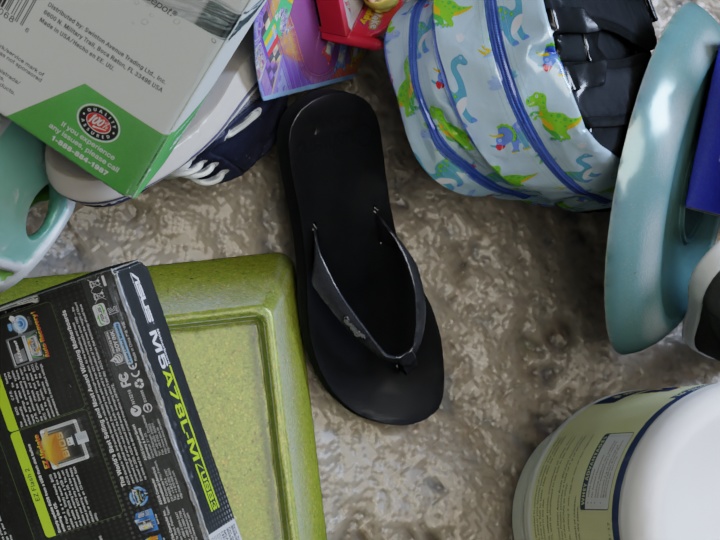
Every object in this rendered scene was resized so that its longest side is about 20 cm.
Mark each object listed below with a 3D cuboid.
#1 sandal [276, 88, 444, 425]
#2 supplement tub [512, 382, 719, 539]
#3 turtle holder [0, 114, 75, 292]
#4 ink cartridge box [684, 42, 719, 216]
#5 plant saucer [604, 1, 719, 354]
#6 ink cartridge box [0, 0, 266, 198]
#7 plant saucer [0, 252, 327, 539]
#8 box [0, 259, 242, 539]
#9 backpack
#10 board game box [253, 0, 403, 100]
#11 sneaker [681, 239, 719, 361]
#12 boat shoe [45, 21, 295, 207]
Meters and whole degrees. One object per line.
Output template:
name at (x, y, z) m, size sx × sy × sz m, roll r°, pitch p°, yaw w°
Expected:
sandal at (-0.001, 0.000, 1.564) m, size 0.076 × 0.043 × 0.201 m, roll -25°, pitch 111°, yaw -20°
supplement tub at (0.175, 0.136, 1.550) m, size 0.145 × 0.200 × 0.145 m, roll 2°, pitch 85°, yaw -19°
turtle holder at (-0.215, -0.069, 1.483) m, size 0.132 × 0.141 × 0.186 m, roll 47°, pitch 34°, yaw -25°
ink cartridge box at (0.219, -0.078, 1.582) m, size 0.039 × 0.200 × 0.100 m, roll 13°, pitch 93°, yaw 16°
plant saucer at (0.178, -0.049, 1.579) m, size 0.027 × 0.200 × 0.201 m, roll 11°, pitch 80°, yaw 18°
ink cartridge box at (-0.111, -0.159, 1.343) m, size 0.146 × 0.200 × 0.083 m, roll 35°, pitch 32°, yaw -1°
plant saucer at (-0.112, 0.096, 1.536) m, size 0.199 × 0.048 × 0.201 m, roll -6°, pitch 87°, yaw -19°
box at (-0.170, 0.117, 1.462) m, size 0.193 × 0.048 × 0.200 m, roll -19°, pitch 92°, yaw 21°
backpack at (0.097, -0.106, 1.549) m, size 0.153 × 0.200 × 0.164 m, roll -11°, pitch 90°, yaw 5°
board game box at (0.002, -0.170, 1.524) m, size 0.039 × 0.200 × 0.158 m, roll 14°, pitch 103°, yaw 18°
sneaker at (0.235, 0.043, 1.578) m, size 0.071 × 0.200 × 0.099 m, roll -39°, pitch 73°, yaw -2°
boat shoe at (-0.094, -0.070, 1.501) m, size 0.075 × 0.093 × 0.200 m, roll 24°, pitch 45°, yaw 24°
